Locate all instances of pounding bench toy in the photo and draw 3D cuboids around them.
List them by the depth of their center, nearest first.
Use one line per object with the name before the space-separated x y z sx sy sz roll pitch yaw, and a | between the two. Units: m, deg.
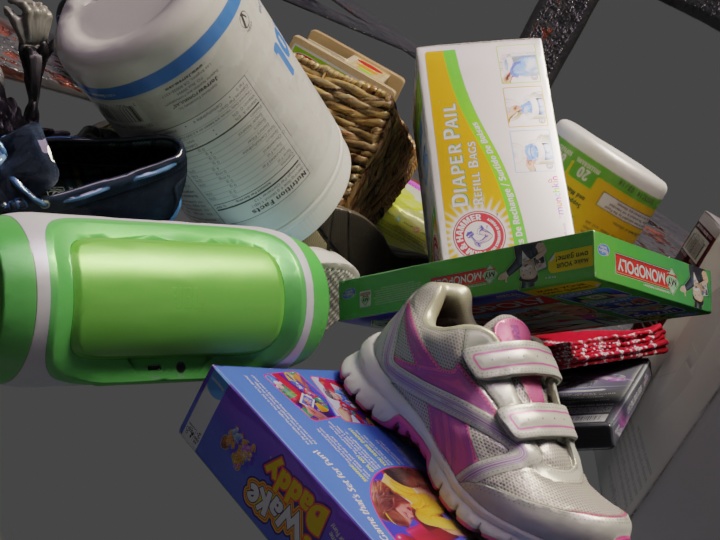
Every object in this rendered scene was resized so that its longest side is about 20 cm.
pounding bench toy | -0.067 -0.200 1.288 0.198 0.126 0.156 29 16 -2

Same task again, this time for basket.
basket | -0.066 -0.100 0.987 0.198 0.145 0.149 25 -5 15

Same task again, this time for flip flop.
flip flop | 0.000 0.000 0.913 0.057 0.082 0.199 19 1 38

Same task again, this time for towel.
towel | 0.114 0.060 0.835 0.198 0.023 0.143 -3 -4 -44

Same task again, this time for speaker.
speaker | -0.113 0.016 0.616 0.198 0.090 0.088 2 30 -42

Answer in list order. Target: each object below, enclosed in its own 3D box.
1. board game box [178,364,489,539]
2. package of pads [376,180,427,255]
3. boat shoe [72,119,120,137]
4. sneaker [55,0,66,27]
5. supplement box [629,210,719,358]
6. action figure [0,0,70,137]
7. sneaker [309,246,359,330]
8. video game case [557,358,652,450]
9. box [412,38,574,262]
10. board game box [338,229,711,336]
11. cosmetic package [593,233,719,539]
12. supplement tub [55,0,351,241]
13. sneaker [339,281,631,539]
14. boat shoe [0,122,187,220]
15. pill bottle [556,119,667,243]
board game box | 0.014 0.128 0.604 0.133 0.045 0.200 9 26 -50
package of pads | 0.022 -0.051 1.101 0.198 0.069 0.155 30 16 3
boat shoe | -0.185 -0.071 0.816 0.071 0.067 0.201 30 17 -7
sneaker | -0.258 -0.225 1.138 0.200 0.071 0.077 42 14 33
supplement box | 0.280 0.068 0.949 0.108 0.202 0.061 26 16 -5
action figure | -0.274 -0.139 0.797 0.117 0.104 0.200 -11 38 -34
sneaker | -0.079 -0.001 0.776 0.082 0.074 0.199 44 21 29
video game case | 0.117 0.091 0.789 0.140 0.019 0.200 -6 4 21
box | 0.100 -0.063 0.897 0.099 0.203 0.113 -4 -24 -1
board game box | 0.101 0.016 0.731 0.198 0.030 0.133 -11 -17 44
cosmetic package | 0.269 0.106 0.821 0.122 0.202 0.200 31 17 0
supplement tub | -0.102 -0.118 0.788 0.132 0.132 0.201 46 -6 45
sneaker | 0.072 0.074 0.619 0.081 0.089 0.200 9 26 -50
boat shoe | -0.198 -0.063 0.688 0.198 0.069 0.085 -10 55 -37
pill bottle | 0.167 -0.017 1.001 0.110 0.202 0.111 29 13 -8
